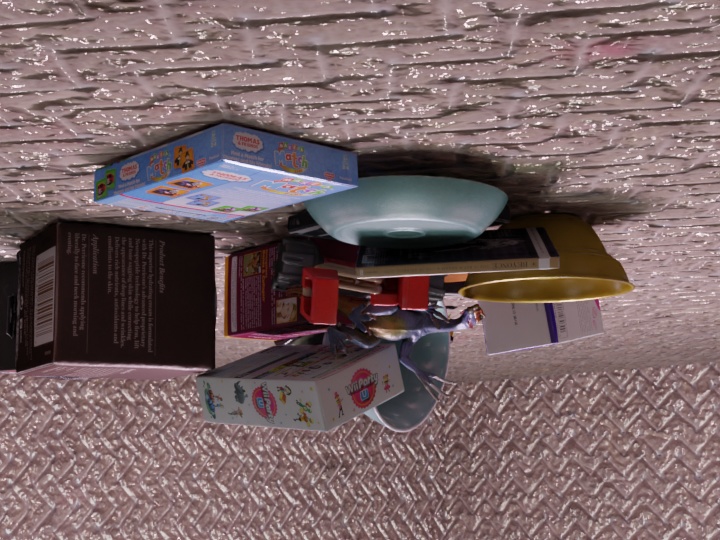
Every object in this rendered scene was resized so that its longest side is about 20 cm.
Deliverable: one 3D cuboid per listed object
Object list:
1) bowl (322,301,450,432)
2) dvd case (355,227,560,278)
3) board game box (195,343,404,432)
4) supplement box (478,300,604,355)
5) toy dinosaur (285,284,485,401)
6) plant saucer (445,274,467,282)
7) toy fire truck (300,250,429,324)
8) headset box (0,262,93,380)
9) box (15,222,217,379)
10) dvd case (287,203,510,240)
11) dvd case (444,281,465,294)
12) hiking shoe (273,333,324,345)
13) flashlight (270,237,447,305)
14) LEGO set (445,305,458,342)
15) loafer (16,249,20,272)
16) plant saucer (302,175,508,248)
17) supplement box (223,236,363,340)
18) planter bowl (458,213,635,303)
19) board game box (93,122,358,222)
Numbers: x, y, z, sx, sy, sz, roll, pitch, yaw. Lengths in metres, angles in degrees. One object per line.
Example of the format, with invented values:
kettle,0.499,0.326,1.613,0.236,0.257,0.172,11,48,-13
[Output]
bowl,0.023,0.103,1.568,0.105,0.202,0.200,5,176,34
dvd case,0.097,-0.019,1.239,0.199,0.016,0.149,-3,-167,3
board game box,-0.073,0.135,1.431,0.199,0.065,0.147,-4,-169,41
supplement box,0.244,0.050,1.620,0.103,0.102,0.200,-12,175,30
toy dinosaur,0.050,0.046,1.383,0.181,0.200,0.105,-13,143,-48
plant saucer,0.093,-0.013,1.539,0.199,0.038,0.200,-1,171,0
toy fire truck,0.002,0.009,1.286,0.140,0.049,0.200,1,-167,-8
headset box,-0.441,0.073,1.689,0.077,0.150,0.200,-4,170,17
box,-0.295,0.043,1.452,0.199,0.167,0.164,6,168,-30
dvd case,0.040,-0.056,1.309,0.150,0.025,0.200,7,167,-40
dvd case,0.050,0.022,1.702,0.199,0.025,0.150,1,178,-17
hiking shoe,-0.025,0.104,1.678,0.199,0.101,0.076,-19,-171,-29
flashlight,0.000,0.000,1.413,0.199,0.068,0.068,11,149,-16
LEGO set,0.049,0.095,1.863,0.199,0.155,0.116,2,172,6
loafer,-0.355,0.016,1.576,0.199,0.073,0.073,6,168,-39
plant saucer,0.043,-0.051,1.163,0.199,0.036,0.200,0,170,0
supplement box,-0.087,0.025,1.528,0.085,0.111,0.200,6,169,-37
planter bowl,0.211,-0.016,1.377,0.199,0.084,0.200,0,171,0
board game box,-0.123,-0.083,1.089,0.151,0.037,0.199,8,168,-43
